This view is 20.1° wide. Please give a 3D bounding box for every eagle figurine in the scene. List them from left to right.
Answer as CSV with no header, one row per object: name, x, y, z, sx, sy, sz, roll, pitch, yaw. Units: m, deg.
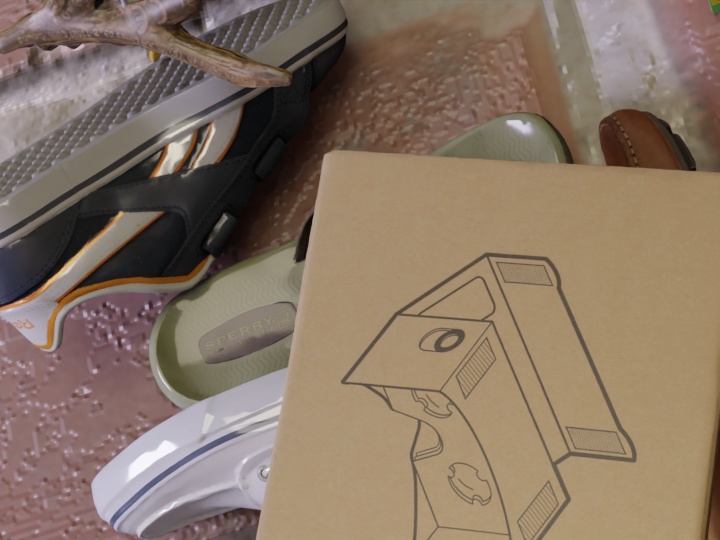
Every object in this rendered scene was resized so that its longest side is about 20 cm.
eagle figurine,-0.080,-0.158,0.856,0.151,0.152,0.200,-39,20,45

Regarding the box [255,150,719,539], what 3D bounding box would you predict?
box,0.048,0.055,0.739,0.163,0.021,0.201,5,70,15

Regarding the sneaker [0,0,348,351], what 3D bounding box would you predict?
sneaker,-0.081,-0.043,0.878,0.200,0.080,0.078,-34,22,-14

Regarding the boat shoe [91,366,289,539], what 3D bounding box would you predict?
boat shoe,-0.017,0.073,0.806,0.199,0.073,0.067,-28,74,21

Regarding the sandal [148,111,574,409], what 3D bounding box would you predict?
sandal,0.000,0.001,0.841,0.200,0.057,0.080,-29,65,7

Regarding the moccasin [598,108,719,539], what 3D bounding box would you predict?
moccasin,0.105,0.035,0.790,0.077,0.074,0.203,-3,80,5

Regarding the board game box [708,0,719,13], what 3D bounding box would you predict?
board game box,0.225,-0.201,0.853,0.199,0.029,0.135,-17,66,12
